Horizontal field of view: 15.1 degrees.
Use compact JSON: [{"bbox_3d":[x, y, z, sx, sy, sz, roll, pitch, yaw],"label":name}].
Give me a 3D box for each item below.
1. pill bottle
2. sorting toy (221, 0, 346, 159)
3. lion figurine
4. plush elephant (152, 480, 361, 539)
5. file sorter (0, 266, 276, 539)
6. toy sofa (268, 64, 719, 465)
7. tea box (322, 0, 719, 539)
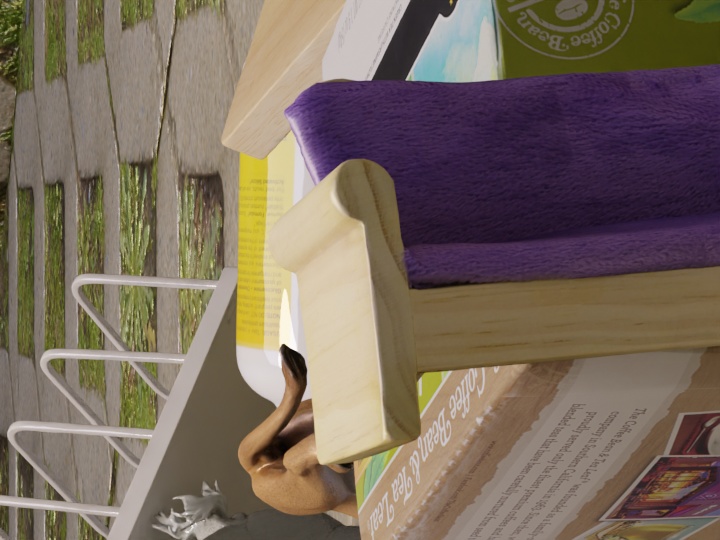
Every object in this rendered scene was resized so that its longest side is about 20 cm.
[{"bbox_3d":[0.000,0.000,1.224,0.112,0.112,0.201,-168,80,-77],"label":"pill bottle"},{"bbox_3d":[0.036,-0.153,1.016,0.200,0.069,0.199,-42,29,60],"label":"sorting toy"},{"bbox_3d":[0.017,0.083,1.039,0.122,0.200,0.073,-20,46,51],"label":"lion figurine"},{"bbox_3d":[-0.034,0.201,1.280,0.200,0.164,0.155,32,140,64],"label":"plush elephant"},{"bbox_3d":[-0.114,0.117,1.426,0.139,0.124,0.200,54,-132,-44],"label":"file sorter"},{"bbox_3d":[0.083,-0.012,0.660,0.083,0.199,0.098,152,113,-76],"label":"toy sofa"},{"bbox_3d":[0.077,-0.026,0.833,0.200,0.133,0.197,117,150,-62],"label":"tea box"}]
